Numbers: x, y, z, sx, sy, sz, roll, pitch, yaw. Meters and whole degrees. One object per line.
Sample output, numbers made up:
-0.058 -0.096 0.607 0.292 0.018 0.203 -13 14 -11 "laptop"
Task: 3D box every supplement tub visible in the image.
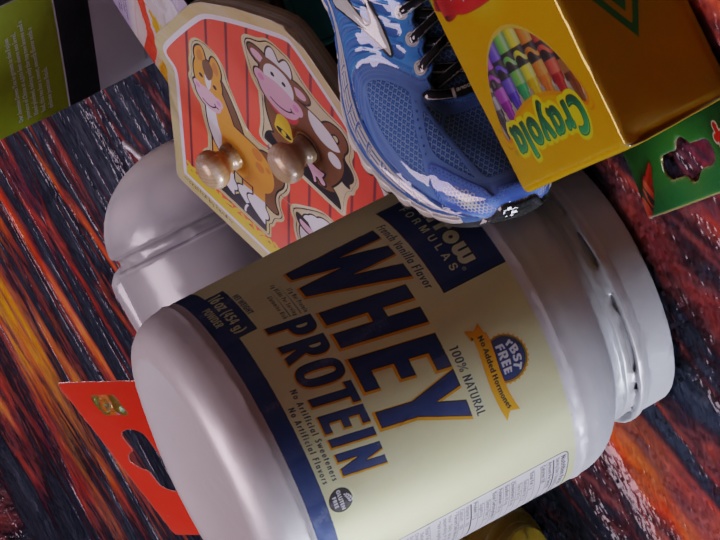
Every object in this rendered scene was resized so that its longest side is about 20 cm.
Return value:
0.018 0.045 1.214 0.145 0.199 0.145 55 163 26 "supplement tub"

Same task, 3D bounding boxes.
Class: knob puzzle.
-0.037 -0.047 1.336 0.220 0.030 0.220 43 155 26 "knob puzzle"

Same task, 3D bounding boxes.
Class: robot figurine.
-0.072 0.007 1.611 0.169 0.113 0.201 -25 93 39 "robot figurine"

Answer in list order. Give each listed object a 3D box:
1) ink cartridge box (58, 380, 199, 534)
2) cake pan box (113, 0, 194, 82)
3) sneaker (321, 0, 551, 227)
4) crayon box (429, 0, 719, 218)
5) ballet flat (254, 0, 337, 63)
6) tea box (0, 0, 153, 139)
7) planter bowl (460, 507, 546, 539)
-0.053 0.120 1.577 0.163 0.199 0.057 58 -147 -44 "ink cartridge box"
-0.079 -0.152 1.498 0.185 0.052 0.200 54 162 24 "cake pan box"
0.021 -0.109 1.176 0.201 0.078 0.089 63 164 19 "sneaker"
0.070 -0.108 1.079 0.201 0.051 0.127 63 164 0 "crayon box"
-0.020 -0.100 1.336 0.071 0.069 0.201 -20 100 46 "ballet flat"
-0.249 -0.192 1.706 0.200 0.196 0.134 56 163 26 "tea box"
0.049 0.175 1.465 0.083 0.201 0.201 -1 124 28 "planter bowl"
